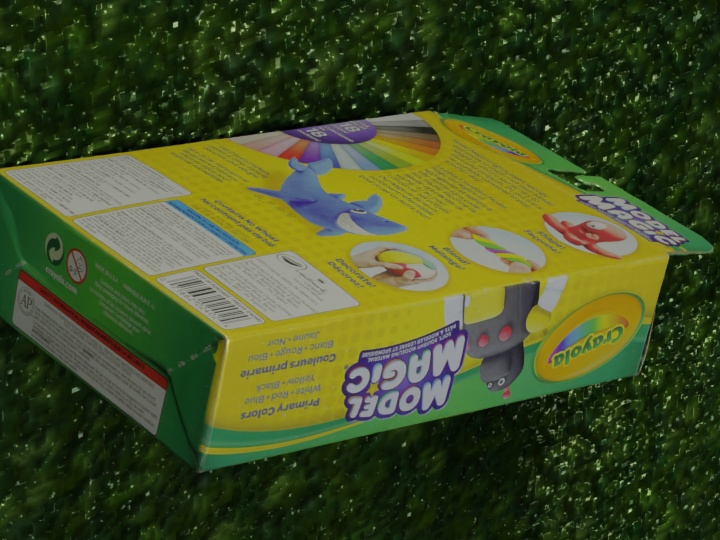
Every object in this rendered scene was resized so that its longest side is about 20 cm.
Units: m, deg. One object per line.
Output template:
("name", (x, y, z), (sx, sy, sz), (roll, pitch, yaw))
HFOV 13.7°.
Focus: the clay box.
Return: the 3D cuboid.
("clay box", (0.000, 0.000, 0.892), (0.200, 0.115, 0.048), (-8, 121, -40))
